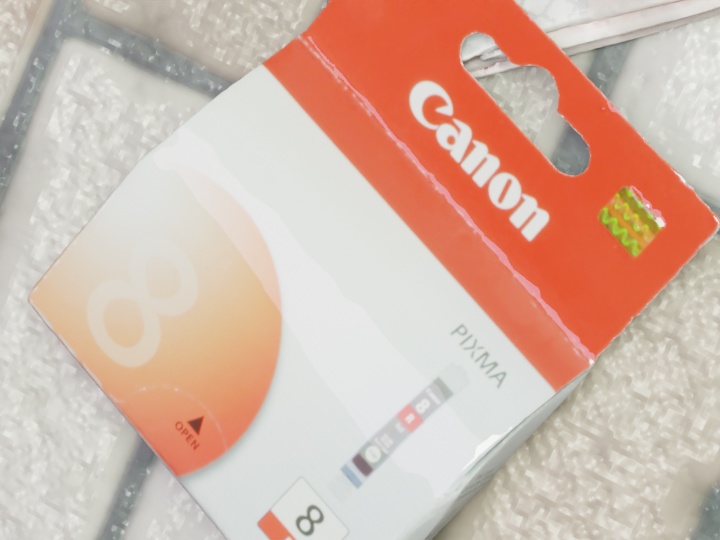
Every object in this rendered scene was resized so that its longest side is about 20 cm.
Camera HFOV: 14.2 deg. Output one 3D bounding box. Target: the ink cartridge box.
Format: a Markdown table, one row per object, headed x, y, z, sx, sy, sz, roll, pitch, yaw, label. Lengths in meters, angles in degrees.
| x | y | z | sx | sy | sz | roll | pitch | yaw | label |
| --- | --- | --- | --- | --- | --- | --- | --- | --- | --- |
| 0.000 | 0.000 | 0.981 | 0.162 | 0.050 | 0.200 | 48 | 117 | 14 | ink cartridge box |

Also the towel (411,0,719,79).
| x | y | z | sx | sy | sz | roll | pitch | yaw | label |
| --- | --- | --- | --- | --- | --- | --- | --- | --- | --- |
| 0.089 | -0.182 | 0.976 | 0.190 | 0.032 | 0.201 | -16 | 84 | 19 | towel |
